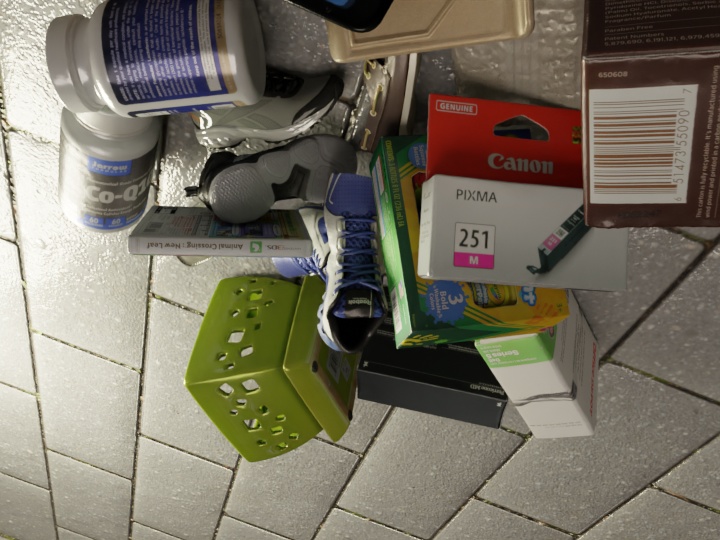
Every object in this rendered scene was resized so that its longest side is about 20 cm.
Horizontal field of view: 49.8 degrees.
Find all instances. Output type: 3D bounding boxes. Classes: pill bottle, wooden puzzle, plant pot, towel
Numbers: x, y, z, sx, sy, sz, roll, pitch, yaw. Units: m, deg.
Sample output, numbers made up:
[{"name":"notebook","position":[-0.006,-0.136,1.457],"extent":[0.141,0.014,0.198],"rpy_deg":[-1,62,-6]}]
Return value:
[{"name":"pill bottle","position":[-0.201,-0.216,0.777],"extent":[0.195,0.117,0.117],"rpy_deg":[-5,136,6]},{"name":"wooden puzzle","position":[0.048,-0.286,0.667],"extent":[0.196,0.037,0.189],"rpy_deg":[0,111,25]},{"name":"plant pot","position":[-0.108,0.131,1.107],"extent":[0.178,0.202,0.201],"rpy_deg":[-10,132,21]},{"name":"towel","position":[0.148,-0.222,0.740],"extent":[0.130,0.035,0.202],"rpy_deg":[5,139,17]},{"name":"pill bottle","position":[-0.301,-0.148,0.928],"extent":[0.112,0.115,0.201],"rpy_deg":[23,140,-6]}]

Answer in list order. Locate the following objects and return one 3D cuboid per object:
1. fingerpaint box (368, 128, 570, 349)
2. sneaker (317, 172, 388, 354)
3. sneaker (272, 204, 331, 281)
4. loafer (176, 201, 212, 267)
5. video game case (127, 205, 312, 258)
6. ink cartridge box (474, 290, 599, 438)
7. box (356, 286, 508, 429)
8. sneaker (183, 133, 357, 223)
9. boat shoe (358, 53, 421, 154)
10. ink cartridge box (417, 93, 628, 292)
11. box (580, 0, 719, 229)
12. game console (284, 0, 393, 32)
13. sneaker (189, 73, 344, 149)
[{"name":"fingerpaint box","position":[0.106,-0.035,0.788],"extent":[0.163,0.204,0.073],"rpy_deg":[-4,164,-12]},{"name":"sneaker","position":[0.000,0.001,0.829],"extent":[0.079,0.115,0.204],"rpy_deg":[3,99,-10]},{"name":"sneaker","position":[-0.040,-0.024,0.952],"extent":[0.197,0.116,0.081],"rpy_deg":[-19,126,34]},{"name":"loafer","position":[-0.200,-0.055,1.025],"extent":[0.069,0.071,0.200],"rpy_deg":[30,138,-16]},{"name":"video game case","position":[-0.148,-0.044,0.845],"extent":[0.178,0.200,0.023],"rpy_deg":[1,103,-9]},{"name":"ink cartridge box","position":[0.227,0.093,0.969],"extent":[0.083,0.147,0.201],"rpy_deg":[-12,131,31]},{"name":"box","position":[0.105,0.115,1.045],"extent":[0.196,0.143,0.080],"rpy_deg":[11,139,9]},{"name":"sneaker","position":[-0.104,-0.112,0.881],"extent":[0.113,0.198,0.077],"rpy_deg":[16,120,48]},{"name":"boat shoe","position":[0.030,-0.193,0.789],"extent":[0.058,0.073,0.202],"rpy_deg":[10,145,5]},{"name":"ink cartridge box","position":[0.156,-0.074,0.729],"extent":[0.195,0.178,0.044],"rpy_deg":[4,177,-11]},{"name":"box","position":[0.266,-0.162,0.632],"extent":[0.161,0.202,0.168],"rpy_deg":[1,137,19]},{"name":"game console","position":[-0.036,-0.316,0.598],"extent":[0.197,0.117,0.178],"rpy_deg":[27,134,12]},{"name":"sneaker","position":[-0.110,-0.187,0.848],"extent":[0.196,0.075,0.080],"rpy_deg":[-4,130,25]}]
